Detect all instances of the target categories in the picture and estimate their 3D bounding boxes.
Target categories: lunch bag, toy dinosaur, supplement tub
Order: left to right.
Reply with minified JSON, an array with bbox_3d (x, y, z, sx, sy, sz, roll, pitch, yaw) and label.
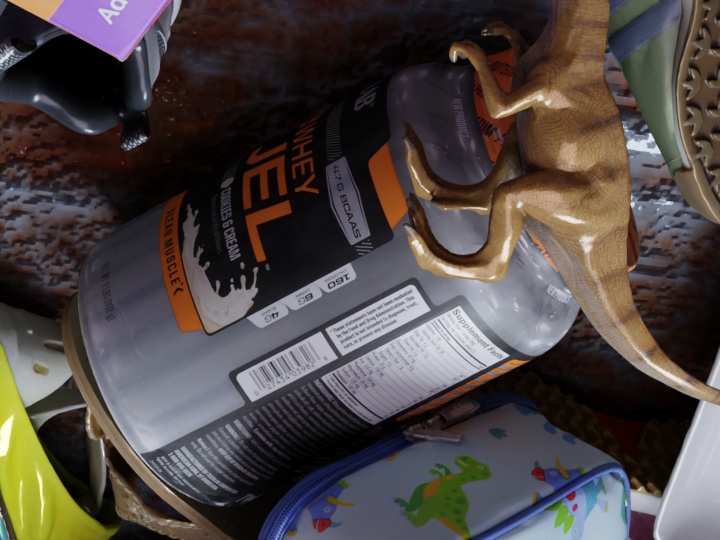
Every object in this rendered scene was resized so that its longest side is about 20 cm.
[{"bbox_3d":[0.000,0.000,1.024,0.199,0.123,0.123,-28,127,19],"label":"supplement tub"},{"bbox_3d":[0.021,0.154,1.043,0.160,0.082,0.201,-23,135,-38],"label":"lunch bag"},{"bbox_3d":[0.071,-0.023,0.912,0.105,0.060,0.201,-10,107,9],"label":"toy dinosaur"}]

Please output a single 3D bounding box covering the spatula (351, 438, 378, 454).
[{"bbox_3d":[0.011,0.095,1.175,0.056,0.021,0.201,-7,131,9],"label":"spatula"}]

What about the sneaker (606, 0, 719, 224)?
[{"bbox_3d":[0.108,-0.116,0.943,0.067,0.090,0.201,-28,122,-19],"label":"sneaker"}]

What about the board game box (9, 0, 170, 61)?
[{"bbox_3d":[-0.097,-0.229,0.766,0.199,0.201,0.200,26,126,-24],"label":"board game box"}]

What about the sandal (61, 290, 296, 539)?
[{"bbox_3d":[-0.073,0.096,1.135,0.069,0.078,0.212,-28,123,34],"label":"sandal"}]

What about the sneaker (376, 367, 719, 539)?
[{"bbox_3d":[0.088,0.104,1.151,0.199,0.075,0.090,17,123,-15],"label":"sneaker"}]

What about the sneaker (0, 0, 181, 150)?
[{"bbox_3d":[-0.128,-0.121,0.898,0.077,0.140,0.200,-31,126,23],"label":"sneaker"}]

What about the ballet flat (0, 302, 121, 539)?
[{"bbox_3d":[-0.147,0.057,1.115,0.067,0.067,0.201,-25,134,-9],"label":"ballet flat"}]

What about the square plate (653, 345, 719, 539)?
[{"bbox_3d":[0.239,0.040,1.100,0.198,0.028,0.199,12,111,-12],"label":"square plate"}]
